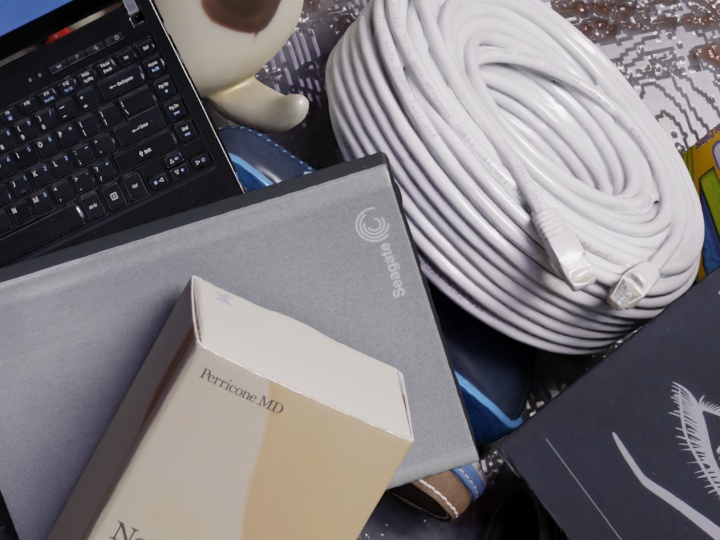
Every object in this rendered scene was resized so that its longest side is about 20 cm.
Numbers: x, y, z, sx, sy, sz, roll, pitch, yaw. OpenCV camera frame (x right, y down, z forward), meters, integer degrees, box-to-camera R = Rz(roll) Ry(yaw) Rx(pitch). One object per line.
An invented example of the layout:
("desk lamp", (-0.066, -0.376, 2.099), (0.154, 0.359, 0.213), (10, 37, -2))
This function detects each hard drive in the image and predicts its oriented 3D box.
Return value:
("hard drive", (-0.063, 0.044, 1.234), (0.199, 0.033, 0.140), (-17, 110, 3))

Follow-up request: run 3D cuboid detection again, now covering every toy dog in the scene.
("toy dog", (-0.075, -0.167, 1.274), (0.139, 0.200, 0.194), (-16, 71, -25))

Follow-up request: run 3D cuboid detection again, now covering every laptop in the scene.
("laptop", (-0.160, -0.050, 1.203), (0.177, 0.103, 0.201), (-25, 95, 9))

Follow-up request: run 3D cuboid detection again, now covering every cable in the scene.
("cable", (0.074, -0.053, 1.345), (0.200, 0.069, 0.200), (51, 28, 13))

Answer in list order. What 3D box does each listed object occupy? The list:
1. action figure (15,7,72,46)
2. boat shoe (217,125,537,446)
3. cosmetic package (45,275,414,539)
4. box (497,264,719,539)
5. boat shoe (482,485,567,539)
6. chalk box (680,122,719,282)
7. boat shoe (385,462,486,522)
("action figure", (-0.215, -0.157, 1.285), (0.099, 0.065, 0.200), (-30, 68, -18))
("boat shoe", (0.000, 0.000, 1.346), (0.200, 0.084, 0.069), (46, 52, -23))
("cosmetic package", (-0.069, 0.116, 1.203), (0.105, 0.071, 0.200), (23, 109, -14))
("box", (0.187, 0.069, 1.285), (0.148, 0.200, 0.104), (54, 24, 7))
("boat shoe", (0.066, 0.192, 1.304), (0.063, 0.074, 0.202), (30, 56, -21))
("chalk box", (0.251, 0.011, 1.407), (0.124, 0.124, 0.201), (-8, 71, -29))
("boat shoe", (-0.040, 0.071, 1.305), (0.200, 0.072, 0.073), (29, 75, -10))
